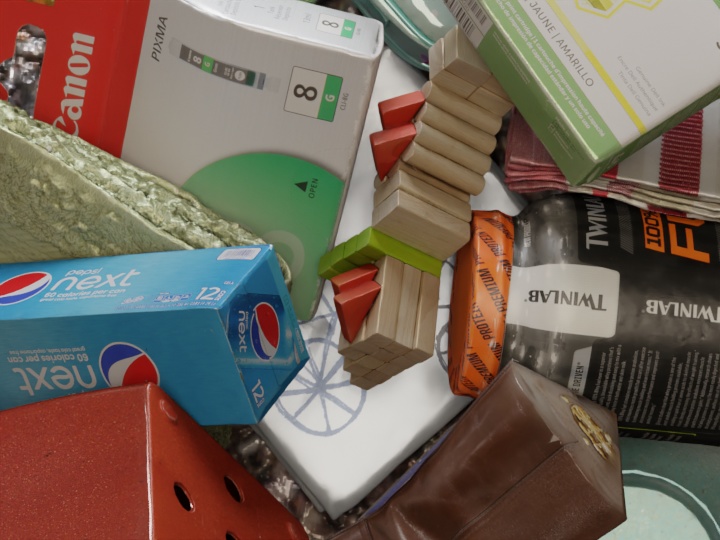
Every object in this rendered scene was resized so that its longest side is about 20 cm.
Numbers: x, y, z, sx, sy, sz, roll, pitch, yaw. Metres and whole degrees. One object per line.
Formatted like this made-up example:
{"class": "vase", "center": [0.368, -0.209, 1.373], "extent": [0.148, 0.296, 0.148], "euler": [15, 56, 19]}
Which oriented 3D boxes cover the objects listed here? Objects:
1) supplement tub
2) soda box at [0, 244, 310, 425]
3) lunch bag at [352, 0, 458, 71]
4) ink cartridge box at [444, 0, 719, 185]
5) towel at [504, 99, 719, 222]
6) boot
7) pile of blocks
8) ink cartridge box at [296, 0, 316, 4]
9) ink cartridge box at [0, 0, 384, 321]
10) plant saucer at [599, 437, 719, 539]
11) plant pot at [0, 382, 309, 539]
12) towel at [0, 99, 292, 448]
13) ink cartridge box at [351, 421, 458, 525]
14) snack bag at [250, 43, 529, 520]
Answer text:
{"class": "supplement tub", "center": [0.150, 0.026, 1.415], "extent": [0.199, 0.123, 0.123], "euler": [5, 88, -6]}
{"class": "soda box", "center": [-0.131, 0.036, 1.382], "extent": [0.200, 0.064, 0.068], "euler": [-3, 118, 30]}
{"class": "lunch bag", "center": [0.031, -0.214, 1.459], "extent": [0.160, 0.077, 0.200], "euler": [-40, 87, -3]}
{"class": "ink cartridge box", "center": [0.147, -0.153, 1.376], "extent": [0.200, 0.048, 0.146], "euler": [-32, 82, -18]}
{"class": "towel", "center": [0.176, -0.067, 1.430], "extent": [0.199, 0.144, 0.023], "euler": [11, 124, 2]}
{"class": "boot", "center": [0.074, 0.167, 1.362], "extent": [0.200, 0.064, 0.187], "euler": [-41, 82, 17]}
{"class": "pile of blocks", "center": [0.019, -0.043, 1.396], "extent": [0.062, 0.082, 0.200], "euler": [25, 80, -27]}
{"class": "ink cartridge box", "center": [-0.068, -0.196, 1.415], "extent": [0.048, 0.200, 0.146], "euler": [-32, 85, -39]}
{"class": "ink cartridge box", "center": [-0.101, -0.072, 1.411], "extent": [0.199, 0.050, 0.161], "euler": [13, 121, -3]}
{"class": "plant saucer", "center": [0.140, 0.160, 1.461], "extent": [0.200, 0.039, 0.202], "euler": [0, 88, 2]}
{"class": "plant pot", "center": [-0.126, 0.174, 1.323], "extent": [0.176, 0.200, 0.200], "euler": [-31, 124, 17]}
{"class": "towel", "center": [-0.139, 0.005, 1.432], "extent": [0.200, 0.036, 0.149], "euler": [29, 129, 9]}
{"class": "ink cartridge box", "center": [0.056, 0.213, 1.431], "extent": [0.196, 0.043, 0.200], "euler": [-45, 83, 10]}
{"class": "snack bag", "center": [0.000, 0.000, 1.482], "extent": [0.200, 0.021, 0.189], "euler": [-40, 88, -3]}
